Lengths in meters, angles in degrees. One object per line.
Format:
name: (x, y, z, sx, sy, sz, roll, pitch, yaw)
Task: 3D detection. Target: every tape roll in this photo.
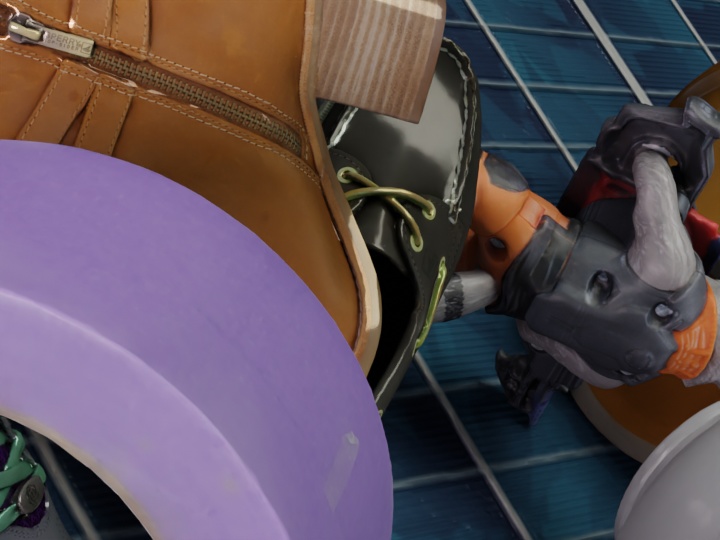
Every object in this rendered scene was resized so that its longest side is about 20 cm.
tape roll: (-0.096, 0.071, 0.700, 0.200, 0.200, 0.085, 44, 28, -8)

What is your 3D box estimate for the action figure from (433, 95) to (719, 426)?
action figure: (0.068, 0.018, 1.056, 0.193, 0.200, 0.105, 12, 46, -3)

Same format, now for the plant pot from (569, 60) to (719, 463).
plant pot: (0.189, 0.005, 1.211, 0.183, 0.200, 0.200, -30, 79, -45)

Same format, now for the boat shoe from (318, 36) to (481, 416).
boat shoe: (0.000, 0.000, 0.943, 0.072, 0.061, 0.202, 22, 77, -7)

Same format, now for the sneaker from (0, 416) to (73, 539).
sneaker: (-0.136, 0.048, 0.791, 0.200, 0.088, 0.074, 43, 29, -10)

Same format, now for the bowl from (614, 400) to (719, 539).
bowl: (0.166, 0.113, 1.044, 0.201, 0.201, 0.090, 13, 26, -47)

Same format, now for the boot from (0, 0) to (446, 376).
boot: (-0.068, -0.023, 0.847, 0.154, 0.201, 0.074, 12, 0, -18)

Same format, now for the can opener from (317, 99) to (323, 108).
can opener: (-0.032, -0.094, 1.159, 0.053, 0.067, 0.201, 11, 58, -51)
